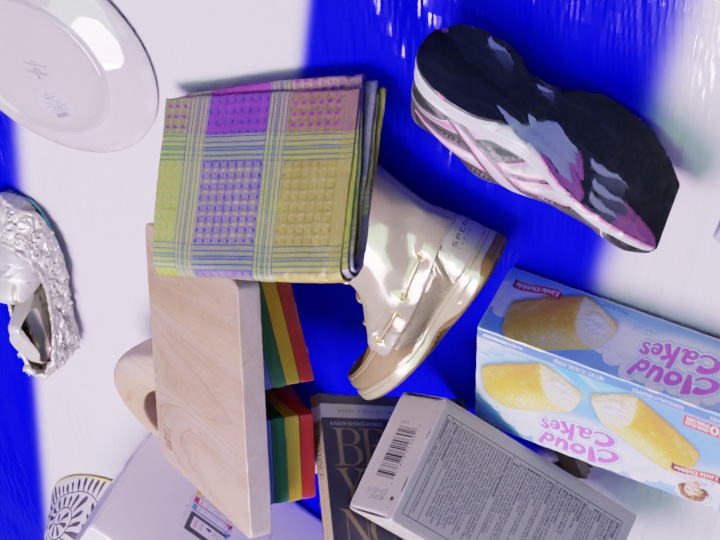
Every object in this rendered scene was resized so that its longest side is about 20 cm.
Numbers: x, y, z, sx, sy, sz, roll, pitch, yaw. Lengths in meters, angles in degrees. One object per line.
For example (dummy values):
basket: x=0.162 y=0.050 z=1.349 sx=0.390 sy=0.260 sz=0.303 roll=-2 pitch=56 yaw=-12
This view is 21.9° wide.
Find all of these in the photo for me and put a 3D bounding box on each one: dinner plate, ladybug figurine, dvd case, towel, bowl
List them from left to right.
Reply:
dinner plate: x=-0.246 y=-0.162 z=1.427 sx=0.199 sy=0.024 sz=0.201 roll=21 pitch=144 yaw=16
bowl: x=-0.258 y=0.314 z=1.933 sx=0.199 sy=0.095 sz=0.202 roll=19 pitch=142 yaw=16
ladybug figurine: x=-0.117 y=0.117 z=1.615 sx=0.199 sy=0.072 sz=0.136 roll=30 pitch=144 yaw=5
towel: x=-0.068 y=-0.062 z=1.326 sx=0.199 sy=0.145 sz=0.023 roll=-1 pitch=171 yaw=38
dvd case: x=0.034 y=0.196 z=1.445 sx=0.148 sy=0.202 sz=0.016 roll=5 pitch=160 yaw=-36

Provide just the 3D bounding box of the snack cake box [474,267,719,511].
snack cake box: x=0.186 y=0.087 z=1.358 sx=0.198 sy=0.067 sz=0.116 roll=19 pitch=142 yaw=18

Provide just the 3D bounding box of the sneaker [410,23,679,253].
sneaker: x=0.117 y=-0.081 z=1.222 sx=0.200 sy=0.080 sz=0.086 roll=39 pitch=157 yaw=4

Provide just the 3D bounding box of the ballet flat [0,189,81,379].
ballet flat: x=-0.290 y=0.022 z=1.640 sx=0.071 sy=0.072 sz=0.201 roll=15 pitch=140 yaw=23

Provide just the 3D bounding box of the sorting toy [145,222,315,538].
sorting toy: x=-0.098 y=0.075 z=1.456 sx=0.200 sy=0.069 sz=0.201 roll=-150 pitch=55 yaw=-60

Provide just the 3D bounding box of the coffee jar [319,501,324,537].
coffee jar: x=0.063 y=0.234 z=1.607 sx=0.198 sy=0.086 sz=0.105 roll=16 pitch=144 yaw=20

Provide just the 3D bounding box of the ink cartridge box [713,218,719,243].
ink cartridge box: x=0.314 y=-0.047 z=1.131 sx=0.119 sy=0.042 sz=0.200 roll=33 pitch=143 yaw=-2

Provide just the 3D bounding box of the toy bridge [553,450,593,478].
toy bridge: x=0.103 y=0.157 z=1.535 sx=0.199 sy=0.027 sz=0.067 roll=-1 pitch=134 yaw=36

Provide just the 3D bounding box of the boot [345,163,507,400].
boot: x=0.000 y=0.000 z=1.384 sx=0.155 sy=0.073 sz=0.200 roll=33 pitch=138 yaw=-4

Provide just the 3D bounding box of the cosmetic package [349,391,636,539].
cosmetic package: x=0.103 y=0.185 z=1.426 sx=0.199 sy=0.104 sz=0.073 roll=34 pitch=166 yaw=-25

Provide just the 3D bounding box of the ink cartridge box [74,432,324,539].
ink cartridge box: x=-0.159 y=0.266 z=1.758 sx=0.199 sy=0.145 sz=0.147 roll=36 pitch=145 yaw=-4
